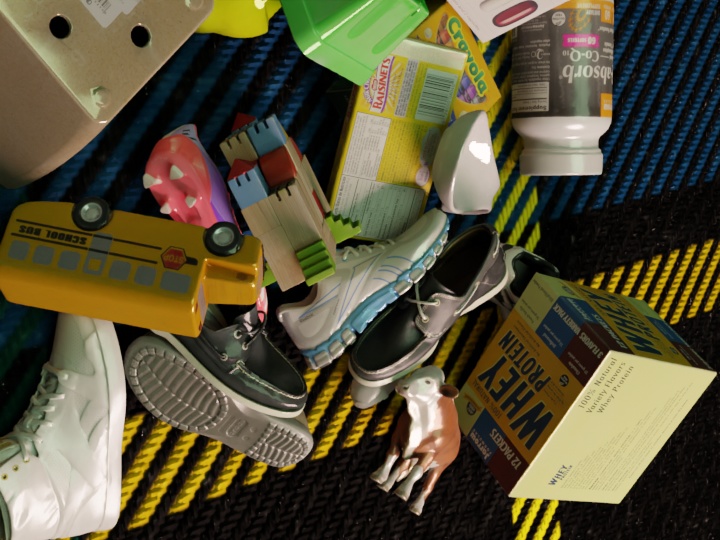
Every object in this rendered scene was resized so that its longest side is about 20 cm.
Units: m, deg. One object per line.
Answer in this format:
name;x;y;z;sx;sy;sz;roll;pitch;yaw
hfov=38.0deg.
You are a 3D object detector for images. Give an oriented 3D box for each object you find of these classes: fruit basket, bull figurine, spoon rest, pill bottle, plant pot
fruit basket;-0.068;-0.261;0.921;0.155;0.212;0.220;8;89;-65
bull figurine;0.062;0.173;1.065;0.122;0.065;0.200;-56;157;-12
spoon rest;0.109;-0.096;1.052;0.200;0.060;0.101;56;53;-78
pill bottle;0.226;-0.210;1.176;0.115;0.115;0.204;-6;98;-38
plant pot;-0.227;-0.197;0.768;0.201;0.176;0.201;-52;122;-22

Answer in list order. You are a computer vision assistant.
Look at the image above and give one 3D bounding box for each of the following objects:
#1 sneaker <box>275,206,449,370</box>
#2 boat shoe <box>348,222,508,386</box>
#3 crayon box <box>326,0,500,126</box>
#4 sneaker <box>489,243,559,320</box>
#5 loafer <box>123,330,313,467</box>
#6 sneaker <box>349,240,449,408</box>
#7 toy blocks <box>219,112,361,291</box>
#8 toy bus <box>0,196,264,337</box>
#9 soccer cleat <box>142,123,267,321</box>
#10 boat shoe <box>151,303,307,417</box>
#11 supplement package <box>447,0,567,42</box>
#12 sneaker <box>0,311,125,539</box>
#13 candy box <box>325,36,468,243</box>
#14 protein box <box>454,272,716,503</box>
sneaker;0.000;0.000;1.012;0.200;0.075;0.087;-43;97;-3
boat shoe;0.062;0.030;1.014;0.199;0.072;0.068;-40;151;-16
crayon box;0.069;-0.194;1.090;0.200;0.051;0.127;-47;121;-26
sneaker;0.200;0.030;1.196;0.199;0.087;0.077;28;75;-39
loafer;-0.129;0.110;0.956;0.199;0.075;0.070;37;28;-28
sneaker;0.034;0.047;1.082;0.080;0.076;0.202;36;70;-17
toy blocks;-0.072;-0.072;0.914;0.099;0.200;0.138;-25;104;7
toy bus;-0.177;-0.002;0.825;0.196;0.065;0.079;11;62;1
soccer cleat;-0.128;-0.034;0.940;0.202;0.066;0.077;65;30;-30
boat shoe;-0.116;0.046;0.900;0.199;0.066;0.075;40;27;-1
supplement package;0.119;-0.365;1.045;0.199;0.110;0.158;39;47;-34
sneaker;-0.255;0.124;0.842;0.114;0.073;0.204;-6;99;-42
candy box;0.030;-0.125;1.017;0.100;0.026;0.203;9;109;-18
protein box;0.243;0.135;1.160;0.198;0.135;0.200;12;117;-39
